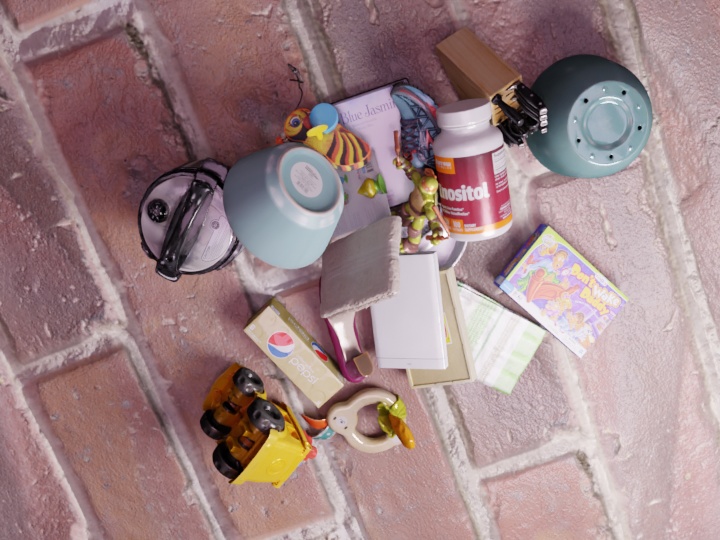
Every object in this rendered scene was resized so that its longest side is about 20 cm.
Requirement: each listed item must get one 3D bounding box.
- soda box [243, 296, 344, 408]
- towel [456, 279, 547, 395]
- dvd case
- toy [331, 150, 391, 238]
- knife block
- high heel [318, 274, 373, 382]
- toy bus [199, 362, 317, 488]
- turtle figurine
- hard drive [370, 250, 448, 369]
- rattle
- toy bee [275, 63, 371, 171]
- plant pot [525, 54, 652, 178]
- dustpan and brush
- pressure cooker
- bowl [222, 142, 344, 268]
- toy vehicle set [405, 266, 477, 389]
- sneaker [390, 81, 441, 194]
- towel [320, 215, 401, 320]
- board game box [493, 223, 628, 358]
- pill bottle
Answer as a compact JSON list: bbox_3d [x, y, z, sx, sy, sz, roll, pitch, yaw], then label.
[{"bbox_3d":[-0.117,0.147,1.374,0.068,0.064,0.200,-40,100,10],"label":"soda box"},{"bbox_3d":[0.220,0.123,1.385,0.197,0.031,0.151,27,106,-8],"label":"towel"},{"bbox_3d":[0.042,-0.209,1.303,0.140,0.018,0.204,-17,103,6],"label":"dvd case"},{"bbox_3d":[-0.043,-0.113,1.304,0.197,0.047,0.118,-19,79,24],"label":"toy"},{"bbox_3d":[0.212,-0.290,1.194,0.063,0.175,0.202,-32,102,-7],"label":"knife block"},{"bbox_3d":[-0.040,0.106,1.377,0.066,0.096,0.204,-15,83,-24],"label":"high heel"},{"bbox_3d":[-0.170,0.286,1.376,0.190,0.201,0.136,26,108,-43],"label":"toy bus"},{"bbox_3d":[0.090,-0.112,1.227,0.063,0.162,0.202,-17,68,-24],"label":"turtle figurine"},{"bbox_3d":[0.080,0.070,1.327,0.129,0.027,0.205,-2,102,26],"label":"hard drive"},{"bbox_3d":[-0.009,0.297,1.377,0.195,0.144,0.132,0,123,-5],"label":"rattle"},{"bbox_3d":[-0.080,-0.224,1.256,0.109,0.131,0.200,-44,61,-1],"label":"toy bee"},{"bbox_3d":[0.372,-0.239,1.217,0.196,0.161,0.205,0,105,1],"label":"plant pot"},{"bbox_3d":[0.154,-0.080,1.313,0.198,0.057,0.141,-35,101,9],"label":"dustpan and brush"},{"bbox_3d":[-0.271,-0.084,1.247,0.175,0.200,0.179,-15,102,4],"label":"pressure cooker"},{"bbox_3d":[-0.103,-0.115,1.182,0.201,0.202,0.105,47,139,-11],"label":"bowl"},{"bbox_3d":[0.125,0.103,1.344,0.122,0.026,0.204,-10,98,27],"label":"toy vehicle set"},{"bbox_3d":[0.102,-0.211,1.246,0.095,0.079,0.201,-42,110,-12],"label":"sneaker"},{"bbox_3d":[0.000,0.000,1.263,0.034,0.198,0.135,15,67,-36],"label":"towel"},{"bbox_3d":[0.351,0.036,1.338,0.199,0.045,0.135,39,93,-9],"label":"board game box"},{"bbox_3d":[0.173,-0.158,1.197,0.110,0.113,0.204,-11,111,4],"label":"pill bottle"}]
